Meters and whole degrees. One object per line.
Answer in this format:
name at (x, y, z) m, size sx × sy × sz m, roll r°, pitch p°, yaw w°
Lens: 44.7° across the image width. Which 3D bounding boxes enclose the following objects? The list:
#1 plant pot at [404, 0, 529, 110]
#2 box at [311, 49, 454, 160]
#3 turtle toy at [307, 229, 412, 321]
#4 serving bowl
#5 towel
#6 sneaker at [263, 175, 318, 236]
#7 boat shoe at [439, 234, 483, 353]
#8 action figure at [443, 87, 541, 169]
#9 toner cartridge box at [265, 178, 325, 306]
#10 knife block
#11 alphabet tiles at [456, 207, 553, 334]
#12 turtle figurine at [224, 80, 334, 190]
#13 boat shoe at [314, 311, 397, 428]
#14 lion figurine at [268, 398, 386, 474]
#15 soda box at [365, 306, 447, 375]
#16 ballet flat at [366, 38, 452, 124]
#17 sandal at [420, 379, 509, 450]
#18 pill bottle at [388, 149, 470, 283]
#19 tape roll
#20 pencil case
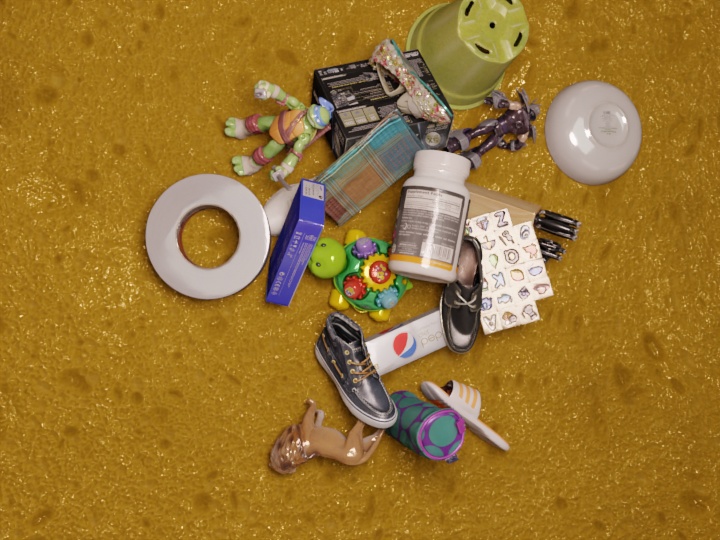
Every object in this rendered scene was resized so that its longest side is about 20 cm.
plant pot at (0.199, -0.403, 1.534) m, size 0.198 × 0.184 × 0.203 m, roll 1°, pitch 85°, yaw -15°
box at (0.035, -0.276, 1.496) m, size 0.198 × 0.086 × 0.165 m, roll -16°, pitch 60°, yaw -17°
turtle toy at (0.000, 0.000, 1.492) m, size 0.198 × 0.101 × 0.147 m, roll 16°, pitch 82°, yaw -14°
serving bowl at (0.452, -0.267, 1.655) m, size 0.198 × 0.066 × 0.202 m, roll 1°, pitch 85°, yaw -15°
towel at (0.013, -0.163, 1.441) m, size 0.200 × 0.147 × 0.022 m, roll -40°, pitch 58°, yaw 7°
sneaker at (-0.084, -0.125, 1.490) m, size 0.199 × 0.080 × 0.077 m, roll -31°, pitch 96°, yaw -14°
boat shoe at (0.172, 0.040, 1.477) m, size 0.071 × 0.068 × 0.202 m, roll 5°, pitch 90°, yaw 3°
action figure at (0.242, -0.255, 1.581) m, size 0.199 × 0.069 × 0.131 m, roll -30°, pitch 117°, yaw -5°
toner cartridge box at (-0.105, -0.042, 1.408) m, size 0.043 × 0.201 × 0.096 m, roll 14°, pitch 46°, yaw -13°
knife block at (0.281, -0.096, 1.546) m, size 0.175 × 0.064 × 0.201 m, roll -27°, pitch 93°, yaw 27°
alphabet tiles at (0.234, 0.001, 1.508) m, size 0.165 × 0.006 × 0.202 m, roll -16°, pitch 86°, yaw 5°
turtle figurine at (-0.156, -0.220, 1.405) m, size 0.144 × 0.193 × 0.201 m, roll 53°, pitch 48°, yaw -22°
boat shoe at (-0.005, 0.163, 1.436) m, size 0.070 × 0.091 × 0.200 m, roll -23°, pitch 58°, yaw -34°
lion figurine at (-0.050, 0.285, 1.442) m, size 0.198 × 0.073 × 0.123 m, roll 2°, pitch 52°, yaw 22°
soda box at (0.093, 0.118, 1.525) m, size 0.199 × 0.068 × 0.064 m, roll -23°, pitch 92°, yaw -16°
ballet flat at (0.077, -0.297, 1.434) m, size 0.064 × 0.076 × 0.201 m, roll -37°, pitch 60°, yaw 7°
sandal at (0.192, 0.241, 1.545) m, size 0.206 × 0.079 × 0.059 m, roll 39°, pitch 76°, yaw -18°
pill bottle at (0.117, -0.087, 1.430) m, size 0.115 × 0.116 × 0.202 m, roll 12°, pitch 84°, yaw -14°
tape roll at (-0.245, -0.054, 1.429) m, size 0.198 × 0.066 × 0.203 m, roll 0°, pitch 88°, yaw -3°
pencil case at (0.101, 0.254, 1.448) m, size 0.092 × 0.200 × 0.086 m, roll -8°, pitch 95°, yaw -18°
